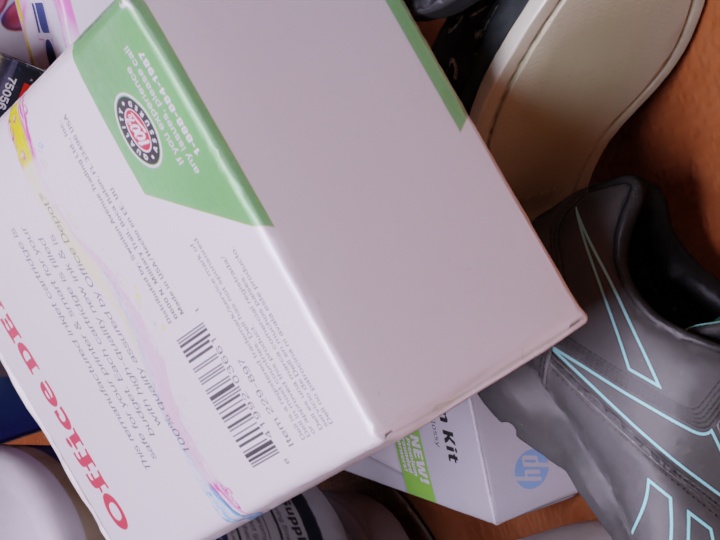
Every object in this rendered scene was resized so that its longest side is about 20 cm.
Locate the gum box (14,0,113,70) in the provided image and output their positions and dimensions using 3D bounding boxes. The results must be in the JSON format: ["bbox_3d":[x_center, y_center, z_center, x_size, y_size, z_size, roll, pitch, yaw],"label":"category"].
[{"bbox_3d":[-0.068,-0.030,1.084,0.113,0.066,0.201,-164,60,-74],"label":"gum box"}]

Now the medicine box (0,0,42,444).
[{"bbox_3d":[-0.156,-0.040,1.233,0.103,0.182,0.201,15,120,60],"label":"medicine box"}]

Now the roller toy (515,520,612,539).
[{"bbox_3d":[0.065,0.181,0.993,0.200,0.139,0.183,131,122,-72],"label":"roller toy"}]

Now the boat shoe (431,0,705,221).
[{"bbox_3d":[0.050,-0.062,0.938,0.066,0.074,0.200,58,150,31],"label":"boat shoe"}]

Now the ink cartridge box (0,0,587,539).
[{"bbox_3d":[-0.041,-0.003,0.914,0.146,0.087,0.200,59,148,2],"label":"ink cartridge box"}]

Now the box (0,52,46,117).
[{"bbox_3d":[-0.165,0.020,1.070,0.201,0.040,0.137,-69,15,-3],"label":"box"}]

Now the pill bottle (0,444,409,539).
[{"bbox_3d":[-0.072,0.121,1.107,0.111,0.200,0.112,-5,83,42],"label":"pill bottle"}]

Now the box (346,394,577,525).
[{"bbox_3d":[0.000,0.000,1.117,0.200,0.041,0.157,13,119,59],"label":"box"}]

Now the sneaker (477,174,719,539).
[{"bbox_3d":[0.109,0.062,0.905,0.079,0.075,0.200,-42,82,29],"label":"sneaker"}]

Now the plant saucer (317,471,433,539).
[{"bbox_3d":[-0.004,0.171,1.243,0.200,0.037,0.201,43,143,44],"label":"plant saucer"}]

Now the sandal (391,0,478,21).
[{"bbox_3d":[0.005,-0.116,0.920,0.200,0.048,0.076,17,100,62],"label":"sandal"}]
